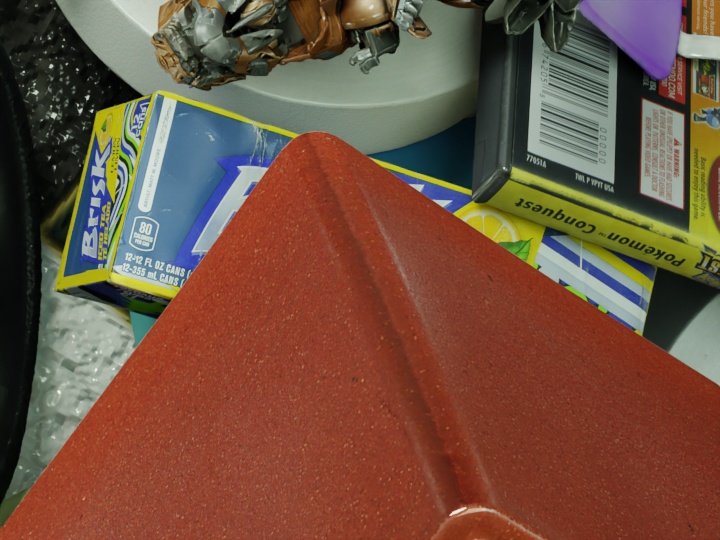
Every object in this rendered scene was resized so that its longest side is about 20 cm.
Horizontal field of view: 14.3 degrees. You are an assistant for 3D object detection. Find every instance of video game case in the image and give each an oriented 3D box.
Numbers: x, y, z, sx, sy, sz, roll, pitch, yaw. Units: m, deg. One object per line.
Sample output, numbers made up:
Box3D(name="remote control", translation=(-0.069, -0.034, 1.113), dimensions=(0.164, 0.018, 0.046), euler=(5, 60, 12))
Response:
Box3D(name="video game case", translation=(0.129, -0.082, 1.057), dimensions=(0.180, 0.026, 0.201), euler=(19, 53, -20))

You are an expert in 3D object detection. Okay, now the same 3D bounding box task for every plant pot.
Box3D(name="plant pot", translation=(0.020, 0.112, 0.908), dimensions=(0.200, 0.176, 0.200), euler=(32, 103, -25))

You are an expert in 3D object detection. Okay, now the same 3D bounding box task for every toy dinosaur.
Box3D(name="toy dinosaur", translation=(0.021, -0.127, 0.971), dimensions=(0.102, 0.136, 0.200), euler=(42, 68, -17))

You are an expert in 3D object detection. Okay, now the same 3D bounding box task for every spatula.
Box3D(name="spatula", translation=(0.150, -0.070, 1.031), dimensions=(0.200, 0.021, 0.057), euler=(28, 47, -15))

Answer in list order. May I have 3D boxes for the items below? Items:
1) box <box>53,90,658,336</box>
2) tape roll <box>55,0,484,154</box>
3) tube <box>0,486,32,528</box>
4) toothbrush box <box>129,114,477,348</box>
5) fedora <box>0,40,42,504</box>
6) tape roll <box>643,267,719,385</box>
Box3D(name="box", translation=(0.000, 0.000, 1.000), dimensions=(0.199, 0.064, 0.070), euler=(17, 80, -23))
Box3D(name="tape roll", translation=(-0.022, -0.135, 1.063), dimensions=(0.202, 0.037, 0.203), euler=(8, 58, -14))
Box3D(name="tube", translation=(-0.177, 0.140, 0.990), dimensions=(0.200, 0.052, 0.058), euler=(-28, 74, -36))
Box3D(name="toothbrush box", translation=(0.001, 0.051, 1.077), dimensions=(0.146, 0.085, 0.201), euler=(-11, 90, -23))
Box3D(name="fedora", translation=(-0.175, 0.000, 0.989), dimensions=(0.091, 0.201, 0.201), euler=(-2, 87, 10))
Box3D(name="tape roll", translation=(0.180, 0.079, 1.114), dimensions=(0.200, 0.066, 0.201), euler=(-3, 100, -17))
